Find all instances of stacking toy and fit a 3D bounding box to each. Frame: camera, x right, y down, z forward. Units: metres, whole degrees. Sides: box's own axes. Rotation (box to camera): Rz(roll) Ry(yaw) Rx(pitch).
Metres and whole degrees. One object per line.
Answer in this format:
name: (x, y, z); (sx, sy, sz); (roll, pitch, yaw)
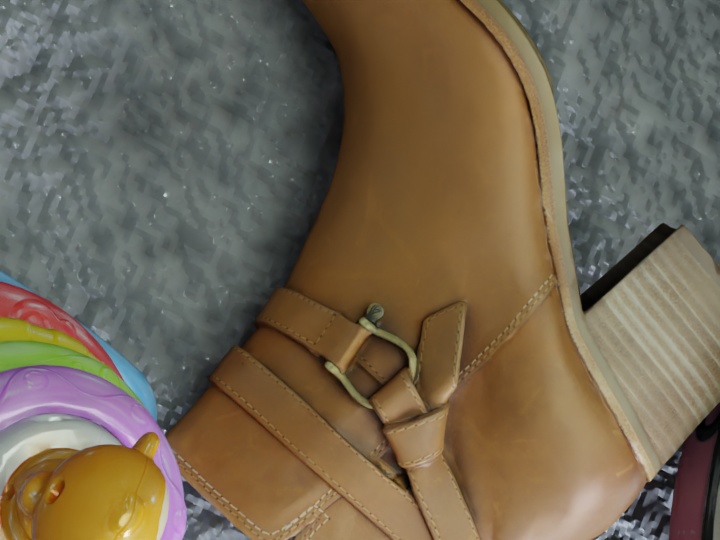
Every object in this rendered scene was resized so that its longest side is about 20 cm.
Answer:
stacking toy: (-0.084, 0.055, 0.721); (0.110, 0.200, 0.116); (35, 76, -18)

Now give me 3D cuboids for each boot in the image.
boot: (0.000, 0.000, 0.832); (0.155, 0.074, 0.200); (-40, 81, -2)

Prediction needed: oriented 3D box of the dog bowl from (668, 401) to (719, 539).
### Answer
dog bowl: (0.170, 0.086, 0.875); (0.200, 0.074, 0.201); (5, 83, -45)
